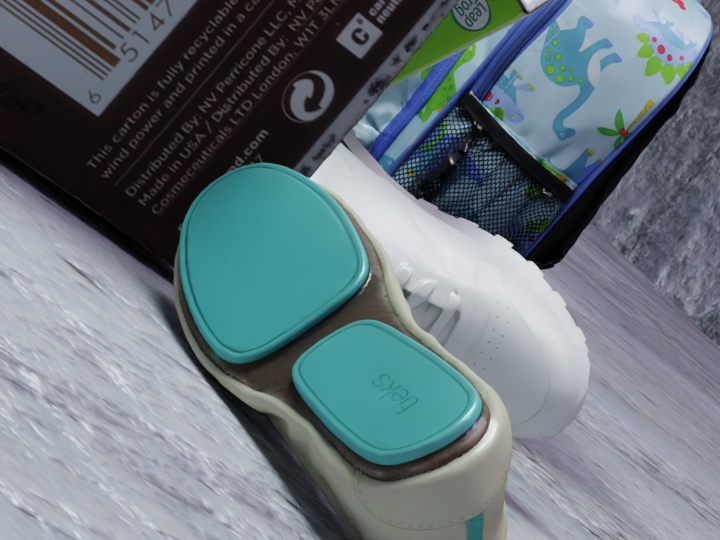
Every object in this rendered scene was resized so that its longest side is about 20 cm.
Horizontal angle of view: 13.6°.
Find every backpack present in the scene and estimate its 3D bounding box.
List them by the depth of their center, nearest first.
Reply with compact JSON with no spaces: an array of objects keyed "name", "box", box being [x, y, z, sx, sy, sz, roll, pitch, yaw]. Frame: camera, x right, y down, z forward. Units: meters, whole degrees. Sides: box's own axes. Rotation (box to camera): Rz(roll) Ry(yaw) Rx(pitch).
[{"name":"backpack","box":[0.051,-0.080,1.349,0.147,0.200,0.183,43,6,-13]}]

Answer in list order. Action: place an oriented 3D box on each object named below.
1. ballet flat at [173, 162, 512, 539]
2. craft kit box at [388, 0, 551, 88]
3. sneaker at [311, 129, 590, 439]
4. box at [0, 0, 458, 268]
[{"name":"ballet flat","box":[-0.005,0.035,0.909,0.069,0.069,0.200,38,9,-31]},{"name":"craft kit box","box":[-0.039,-0.158,1.210,0.048,0.200,0.198,-31,95,-47]},{"name":"sneaker","box":[0.000,0.000,1.167,0.200,0.076,0.080,38,17,10]},{"name":"box","box":[-0.091,-0.136,1.035,0.164,0.166,0.200,35,9,-39]}]
